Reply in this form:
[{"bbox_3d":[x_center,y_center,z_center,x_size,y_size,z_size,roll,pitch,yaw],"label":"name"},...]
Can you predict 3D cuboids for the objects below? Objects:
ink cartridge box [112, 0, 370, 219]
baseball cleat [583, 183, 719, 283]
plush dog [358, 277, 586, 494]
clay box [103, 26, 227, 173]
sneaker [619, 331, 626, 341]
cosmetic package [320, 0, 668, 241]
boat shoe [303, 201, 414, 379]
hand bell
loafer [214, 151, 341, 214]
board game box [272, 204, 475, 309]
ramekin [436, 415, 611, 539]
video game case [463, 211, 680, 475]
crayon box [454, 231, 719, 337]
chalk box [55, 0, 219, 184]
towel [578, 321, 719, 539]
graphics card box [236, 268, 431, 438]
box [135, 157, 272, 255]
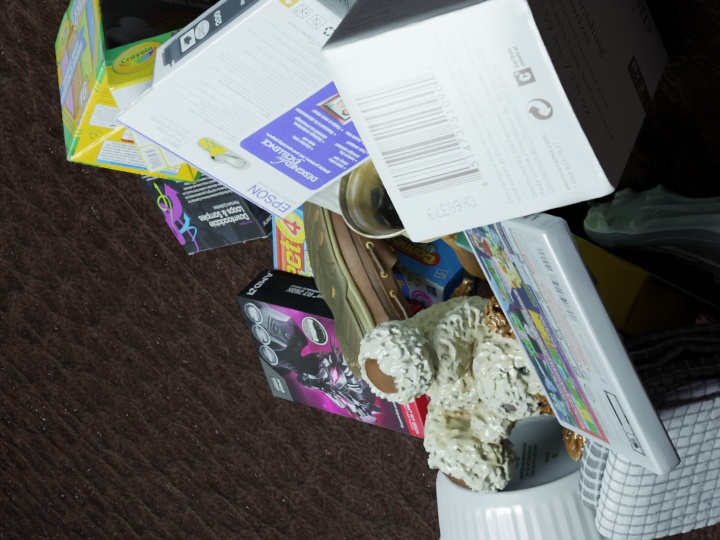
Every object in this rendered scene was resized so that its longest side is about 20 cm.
[{"bbox_3d":[-0.060,-0.140,1.622,0.199,0.044,0.198,-33,137,28],"label":"ink cartridge box"},{"bbox_3d":[0.263,-0.015,1.595,0.199,0.070,0.107,0,125,48],"label":"baseball cleat"},{"bbox_3d":[0.122,0.076,1.701,0.171,0.161,0.200,0,139,39],"label":"plush dog"},{"bbox_3d":[-0.096,-0.155,1.671,0.115,0.198,0.048,70,-175,-53],"label":"clay box"},{"bbox_3d":[0.162,0.080,1.804,0.199,0.074,0.083,0,120,41],"label":"sneaker"},{"bbox_3d":[0.101,-0.153,1.475,0.164,0.200,0.166,-13,118,29],"label":"cosmetic package"},{"bbox_3d":[0.000,0.000,1.796,0.072,0.067,0.201,110,145,-57],"label":"boat shoe"},{"bbox_3d":[0.076,-0.033,1.738,0.104,0.105,0.200,13,163,39],"label":"hand bell"},{"bbox_3d":[-0.027,-0.088,1.762,0.198,0.070,0.070,14,113,-12],"label":"loafer"},{"bbox_3d":[0.011,0.025,1.918,0.195,0.056,0.201,28,142,25],"label":"board game box"},{"bbox_3d":[0.159,0.199,1.824,0.201,0.202,0.095,5,118,44],"label":"ramekin"},{"bbox_3d":[0.147,0.042,1.497,0.201,0.023,0.182,62,168,-15],"label":"video game case"},{"bbox_3d":[0.188,0.008,1.642,0.199,0.052,0.125,28,-176,32],"label":"crayon box"},{"bbox_3d":[-0.190,-0.195,1.796,0.123,0.201,0.124,9,133,-22],"label":"chalk box"},{"bbox_3d":[0.273,0.117,1.622,0.086,0.198,0.167,-120,24,-43],"label":"towel"},{"bbox_3d":[-0.014,0.075,1.902,0.199,0.051,0.126,14,135,40],"label":"graphics card box"},{"bbox_3d":[-0.172,-0.112,1.995,0.142,0.036,0.201,-9,117,52],"label":"box"}]
